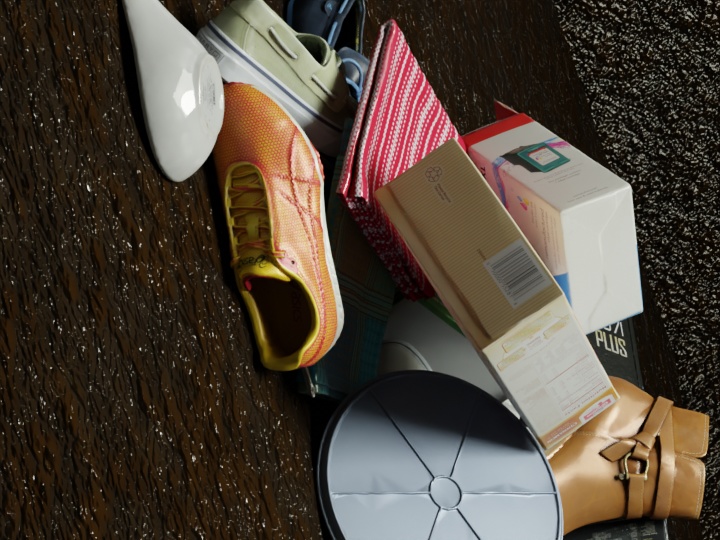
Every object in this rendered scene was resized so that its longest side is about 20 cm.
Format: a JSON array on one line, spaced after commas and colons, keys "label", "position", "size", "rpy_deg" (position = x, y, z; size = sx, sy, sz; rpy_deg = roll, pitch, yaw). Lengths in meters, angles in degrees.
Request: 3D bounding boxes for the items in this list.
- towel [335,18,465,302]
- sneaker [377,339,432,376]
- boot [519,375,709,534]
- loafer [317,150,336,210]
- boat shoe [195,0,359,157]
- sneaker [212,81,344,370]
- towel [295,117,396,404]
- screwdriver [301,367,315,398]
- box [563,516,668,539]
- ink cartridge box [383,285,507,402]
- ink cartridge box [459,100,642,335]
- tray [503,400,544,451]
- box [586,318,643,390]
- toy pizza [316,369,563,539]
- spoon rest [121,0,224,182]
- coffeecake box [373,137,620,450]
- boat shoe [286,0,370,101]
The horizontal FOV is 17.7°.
[{"label": "towel", "position": [0.034, -0.077, 1.714], "size": [0.200, 0.022, 0.145], "rpy_deg": [54, 46, -61]}, {"label": "sneaker", "position": [0.038, 0.148, 1.772], "size": [0.071, 0.073, 0.201], "rpy_deg": [64, 15, -79]}, {"label": "boot", "position": [0.194, 0.183, 1.855], "size": [0.077, 0.155, 0.201], "rpy_deg": [118, -13, -65]}, {"label": "loafer", "position": [-0.023, -0.061, 1.772], "size": [0.072, 0.063, 0.200], "rpy_deg": [52, 13, 31]}, {"label": "boat shoe", "position": [-0.041, -0.137, 1.656], "size": [0.072, 0.062, 0.200], "rpy_deg": [51, 12, 32]}, {"label": "sneaker", "position": [-0.059, -0.031, 1.562], "size": [0.077, 0.073, 0.201], "rpy_deg": [-28, 101, -67]}, {"label": "towel", "position": [0.000, 0.000, 1.704], "size": [0.147, 0.022, 0.201], "rpy_deg": [25, 75, -69]}, {"label": "screwdriver", "position": [-0.065, -0.006, 1.621], "size": [0.028, 0.029, 0.201], "rpy_deg": [-31, 109, -78]}, {"label": "box", "position": [0.153, 0.242, 1.883], "size": [0.161, 0.199, 0.044], "rpy_deg": [-89, 167, -53]}, {"label": "ink cartridge box", "position": [0.062, 0.004, 1.914], "size": [0.145, 0.084, 0.200], "rpy_deg": [36, 33, -30]}, {"label": "ink cartridge box", "position": [0.138, -0.044, 1.821], "size": [0.200, 0.067, 0.117], "rpy_deg": [40, -34, 53]}, {"label": "tray", "position": [0.117, 0.090, 1.987], "size": [0.199, 0.022, 0.108], "rpy_deg": [26, 43, -13]}, {"label": "box", "position": [0.154, 0.074, 2.119], "size": [0.199, 0.086, 0.164], "rpy_deg": [21, 45, -27]}, {"label": "toy pizza", "position": [0.056, 0.167, 1.683], "size": [0.032, 0.199, 0.201], "rpy_deg": [-47, -135, 52]}, {"label": "spoon rest", "position": [-0.123, -0.157, 1.481], "size": [0.099, 0.060, 0.201], "rpy_deg": [4, 86, -76]}, {"label": "coffeecake box", "position": [0.101, 0.021, 1.670], "size": [0.154, 0.073, 0.200], "rpy_deg": [56, 1, 30]}, {"label": "boat shoe", "position": [-0.022, -0.161, 1.874], "size": [0.084, 0.068, 0.201], "rpy_deg": [58, 21, -53]}]
